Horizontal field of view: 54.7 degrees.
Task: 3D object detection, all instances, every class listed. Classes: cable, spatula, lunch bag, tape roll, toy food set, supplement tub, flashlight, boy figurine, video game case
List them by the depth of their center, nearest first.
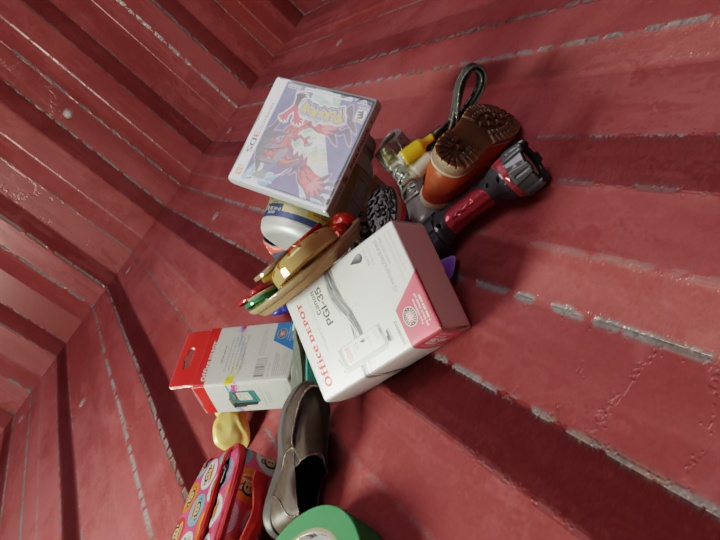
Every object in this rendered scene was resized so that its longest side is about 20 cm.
[{"bbox_3d":[-0.052,0.351,0.723,0.199,0.048,0.203,-39,29,26],"label":"tape roll"},{"bbox_3d":[-0.176,0.334,0.898,0.175,0.081,0.203,-35,33,46],"label":"lunch bag"},{"bbox_3d":[0.154,-0.085,0.921,0.199,0.067,0.069,-39,64,31],"label":"flashlight"},{"bbox_3d":[-0.081,-0.010,0.927,0.197,0.049,0.200,-36,9,34],"label":"toy food set"},{"bbox_3d":[0.054,0.042,0.970,0.199,0.020,0.057,-39,23,34],"label":"spatula"},{"bbox_3d":[0.131,-0.196,1.007,0.201,0.097,0.050,-50,27,8],"label":"cable"},{"bbox_3d":[-0.087,-0.191,1.041,0.197,0.023,0.186,20,80,30],"label":"video game case"},{"bbox_3d":[-0.062,-0.128,1.103,0.143,0.142,0.204,-1,67,59],"label":"supplement tub"},{"bbox_3d":[-0.193,0.201,1.140,0.124,0.064,0.202,-36,30,29],"label":"boy figurine"}]

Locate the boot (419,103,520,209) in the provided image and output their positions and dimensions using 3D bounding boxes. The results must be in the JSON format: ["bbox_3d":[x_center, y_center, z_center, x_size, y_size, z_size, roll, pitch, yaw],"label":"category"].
[{"bbox_3d":[0.152,-0.163,0.992,0.199,0.075,0.108,-39,-21,-36],"label":"boot"}]

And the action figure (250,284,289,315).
[{"bbox_3d":[-0.105,0.050,1.180,0.197,0.067,0.051,1,15,44],"label":"action figure"}]

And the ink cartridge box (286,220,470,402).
[{"bbox_3d":[0.017,0.055,0.870,0.199,0.082,0.149,-36,70,30],"label":"ink cartridge box"}]

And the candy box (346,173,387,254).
[{"bbox_3d":[-0.032,-0.066,1.221,0.116,0.056,0.203,-7,52,55],"label":"candy box"}]

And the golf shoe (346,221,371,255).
[{"bbox_3d":[0.000,0.000,1.057,0.089,0.076,0.202,-59,5,38],"label":"golf shoe"}]

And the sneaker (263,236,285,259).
[{"bbox_3d":[-0.091,-0.099,1.200,0.201,0.084,0.075,-50,25,5],"label":"sneaker"}]

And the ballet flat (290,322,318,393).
[{"bbox_3d":[-0.076,0.102,0.997,0.063,0.066,0.206,-14,70,52],"label":"ballet flat"}]

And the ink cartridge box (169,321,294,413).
[{"bbox_3d":[-0.182,0.150,1.076,0.195,0.068,0.118,-6,42,15],"label":"ink cartridge box"}]

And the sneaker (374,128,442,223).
[{"bbox_3d":[0.066,-0.140,1.081,0.073,0.115,0.202,-36,31,24],"label":"sneaker"}]

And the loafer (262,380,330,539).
[{"bbox_3d":[-0.064,0.235,0.879,0.070,0.072,0.204,-22,48,39],"label":"loafer"}]

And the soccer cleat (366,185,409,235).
[{"bbox_3d":[0.044,-0.015,0.971,0.067,0.073,0.205,-13,63,29],"label":"soccer cleat"}]
